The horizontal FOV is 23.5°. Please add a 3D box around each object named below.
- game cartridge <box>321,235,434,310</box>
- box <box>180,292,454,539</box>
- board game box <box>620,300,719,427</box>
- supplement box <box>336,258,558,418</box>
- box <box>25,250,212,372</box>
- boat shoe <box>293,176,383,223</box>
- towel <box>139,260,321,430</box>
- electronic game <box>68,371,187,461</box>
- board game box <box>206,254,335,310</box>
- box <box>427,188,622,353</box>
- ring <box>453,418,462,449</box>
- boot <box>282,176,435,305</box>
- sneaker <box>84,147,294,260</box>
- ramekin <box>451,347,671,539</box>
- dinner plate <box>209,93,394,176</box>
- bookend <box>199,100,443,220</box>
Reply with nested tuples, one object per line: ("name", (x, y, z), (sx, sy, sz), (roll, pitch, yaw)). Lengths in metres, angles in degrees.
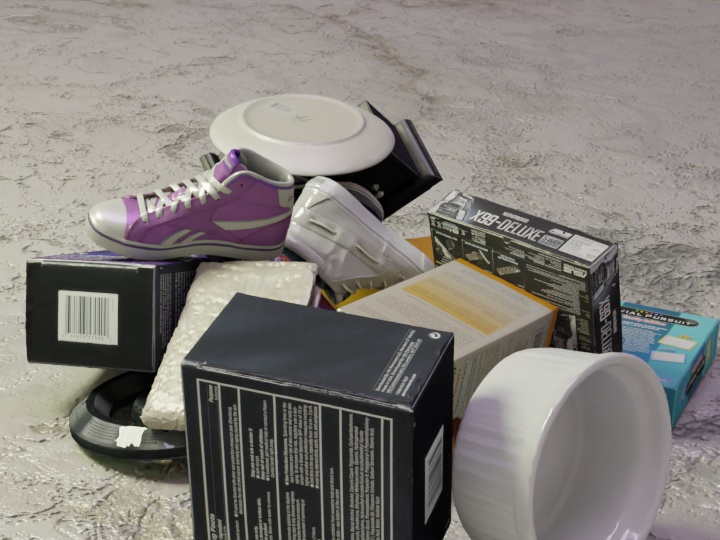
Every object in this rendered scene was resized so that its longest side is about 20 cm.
("game cartridge", (0.026, 0.047, 1.823), (0.198, 0.033, 0.177), (-8, 53, -25))
("box", (-0.032, 0.143, 1.421), (0.197, 0.202, 0.123), (10, 32, 16))
("board game box", (0.281, 0.093, 1.819), (0.150, 0.047, 0.200), (11, 23, 21))
("supplement box", (0.078, 0.067, 1.625), (0.126, 0.074, 0.199), (28, 30, 30))
("box", (-0.221, 0.036, 1.729), (0.147, 0.105, 0.200), (3, 5, 21))
("boat shoe", (-0.036, -0.051, 1.862), (0.199, 0.075, 0.093), (13, 29, -43))
("towel", (-0.115, 0.070, 1.601), (0.131, 0.035, 0.201), (1, 47, 20))
("electronic game", (-0.179, 0.135, 1.653), (0.198, 0.042, 0.200), (-4, 18, 1))
("board game box", (-0.095, 0.006, 1.738), (0.200, 0.032, 0.120), (48, 15, 26))
("box", (0.164, 0.022, 1.714), (0.199, 0.159, 0.050), (20, 44, 36))
("ring", (0.024, 0.128, 1.633), (0.199, 0.019, 0.200), (26, 10, -5))
("boot", (0.000, 0.000, 1.776), (0.200, 0.096, 0.073), (39, -19, -17))
("sneaker", (-0.160, -0.073, 1.649), (0.199, 0.115, 0.073), (-1, 43, -20))
("ramekin", (0.165, 0.160, 1.443), (0.097, 0.202, 0.200), (12, 21, 42))
("dinner plate", (-0.061, -0.153, 1.842), (0.198, 0.024, 0.201), (3, 27, -2))
("bookend", (-0.041, -0.113, 1.946), (0.093, 0.199, 0.199), (63, 13, 26))
